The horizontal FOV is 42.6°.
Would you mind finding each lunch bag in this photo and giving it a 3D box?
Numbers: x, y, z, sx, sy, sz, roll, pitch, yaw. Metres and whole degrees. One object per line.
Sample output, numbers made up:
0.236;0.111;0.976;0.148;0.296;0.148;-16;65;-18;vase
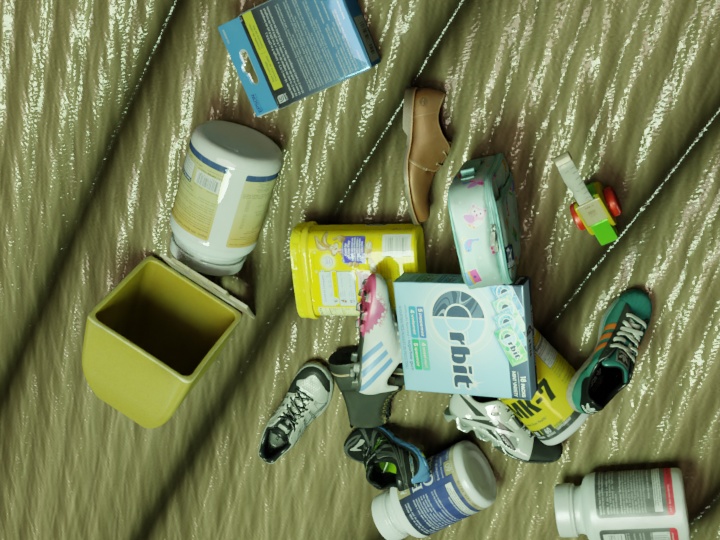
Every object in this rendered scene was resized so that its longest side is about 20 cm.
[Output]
0.176;-0.074;1.282;0.075;0.200;0.164;-6;108;15;lunch bag

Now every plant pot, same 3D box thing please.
-0.345;0.141;1.537;0.192;0.196;0.202;32;127;2;plant pot

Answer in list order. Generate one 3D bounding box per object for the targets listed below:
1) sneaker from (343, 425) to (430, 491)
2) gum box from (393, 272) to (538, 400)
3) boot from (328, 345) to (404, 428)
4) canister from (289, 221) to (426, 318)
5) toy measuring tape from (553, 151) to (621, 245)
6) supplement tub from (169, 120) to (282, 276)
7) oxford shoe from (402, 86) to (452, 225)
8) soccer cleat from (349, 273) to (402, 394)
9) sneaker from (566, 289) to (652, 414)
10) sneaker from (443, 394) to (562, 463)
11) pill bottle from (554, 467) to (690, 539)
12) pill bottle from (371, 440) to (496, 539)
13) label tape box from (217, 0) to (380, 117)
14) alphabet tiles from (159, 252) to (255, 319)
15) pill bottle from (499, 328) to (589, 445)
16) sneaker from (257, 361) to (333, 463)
0.029;0.308;1.513;0.198;0.082;0.072;13;122;54;sneaker
0.151;0.094;1.331;0.196;0.044;0.174;2;109;26;gum box
0.055;0.194;1.505;0.196;0.078;0.141;-1;117;28;boot
0.000;0.000;1.428;0.195;0.087;0.152;0;112;15;canister
0.312;-0.110;1.280;0.073;0.075;0.200;-23;133;23;toy measuring tape
-0.211;-0.109;1.412;0.142;0.145;0.203;24;116;5;supplement tub
0.098;-0.163;1.344;0.070;0.072;0.204;3;111;9;oxford shoe
0.034;0.095;1.388;0.084;0.070;0.204;3;118;-9;soccer cleat
0.372;0.119;1.326;0.071;0.080;0.203;31;83;-8;sneaker
0.235;0.234;1.459;0.196;0.074;0.090;23;118;6;sneaker
0.407;0.371;1.442;0.196;0.111;0.113;-8;109;19;pill bottle
0.117;0.372;1.528;0.198;0.111;0.112;-33;100;25;pill bottle
-0.088;-0.328;1.335;0.197;0.066;0.146;-18;105;25;label tape box
-0.243;0.022;1.463;0.165;0.200;0.008;32;81;2;alphabet tiles
0.252;0.156;1.401;0.200;0.114;0.114;45;116;-4;pill bottle
-0.110;0.247;1.559;0.075;0.088;0.202;30;115;4;sneaker
